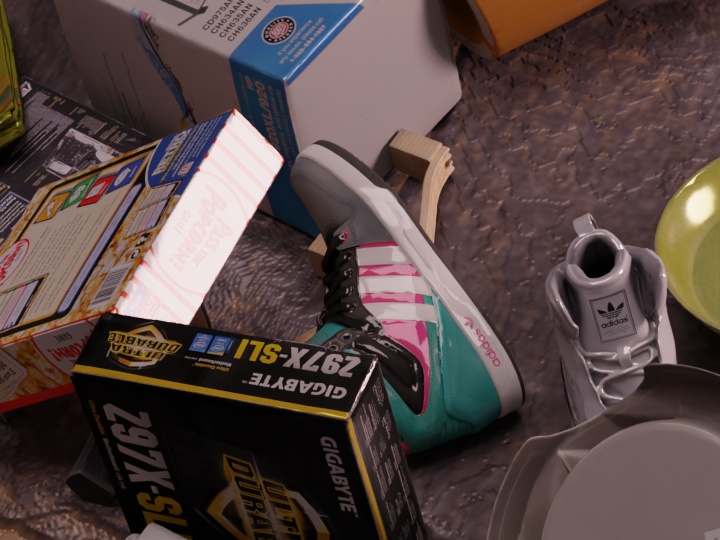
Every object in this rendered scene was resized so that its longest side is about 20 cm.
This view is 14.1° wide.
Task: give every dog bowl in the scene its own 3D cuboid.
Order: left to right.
[{"bbox_3d":[0.162,0.150,1.482,0.199,0.059,0.202,-7,77,34],"label":"dog bowl"}]

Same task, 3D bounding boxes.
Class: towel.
[{"bbox_3d":[-0.261,-0.117,1.872,0.086,0.018,0.200,-28,30,5],"label":"towel"}]

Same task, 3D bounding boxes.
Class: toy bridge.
[{"bbox_3d":[0.000,0.000,1.741,0.067,0.027,0.200,21,58,28],"label":"toy bridge"}]

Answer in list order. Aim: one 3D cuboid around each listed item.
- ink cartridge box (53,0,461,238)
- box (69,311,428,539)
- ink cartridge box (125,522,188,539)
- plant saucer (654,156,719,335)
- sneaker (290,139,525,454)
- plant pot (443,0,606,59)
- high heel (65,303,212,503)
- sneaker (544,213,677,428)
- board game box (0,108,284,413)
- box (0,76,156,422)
[{"bbox_3d":[-0.066,-0.147,1.809,0.199,0.145,0.147,26,60,31],"label":"ink cartridge box"},{"bbox_3d":[-0.052,0.113,1.534,0.159,0.201,0.049,10,51,22],"label":"box"},{"bbox_3d":[-0.066,0.240,1.496,0.199,0.085,0.145,24,64,29],"label":"ink cartridge box"},{"bbox_3d":[0.267,-0.010,1.649,0.199,0.031,0.201,-7,39,6],"label":"plant saucer"},{"bbox_3d":[-0.010,0.028,1.664,0.120,0.084,0.200,-31,69,-17],"label":"sneaker"},{"bbox_3d":[0.114,-0.237,1.820,0.183,0.201,0.200,-39,50,-8],"label":"plant pot"},{"bbox_3d":[-0.086,0.048,1.639,0.200,0.071,0.143,-22,36,50],"label":"high heel"},{"bbox_3d":[0.143,0.065,1.585,0.075,0.115,0.201,-13,47,3],"label":"sneaker"},{"bbox_3d":[-0.147,-0.001,1.632,0.199,0.046,0.152,-17,36,49],"label":"board game box"},{"bbox_3d":[-0.212,-0.017,1.795,0.157,0.050,0.200,25,59,31],"label":"box"}]
